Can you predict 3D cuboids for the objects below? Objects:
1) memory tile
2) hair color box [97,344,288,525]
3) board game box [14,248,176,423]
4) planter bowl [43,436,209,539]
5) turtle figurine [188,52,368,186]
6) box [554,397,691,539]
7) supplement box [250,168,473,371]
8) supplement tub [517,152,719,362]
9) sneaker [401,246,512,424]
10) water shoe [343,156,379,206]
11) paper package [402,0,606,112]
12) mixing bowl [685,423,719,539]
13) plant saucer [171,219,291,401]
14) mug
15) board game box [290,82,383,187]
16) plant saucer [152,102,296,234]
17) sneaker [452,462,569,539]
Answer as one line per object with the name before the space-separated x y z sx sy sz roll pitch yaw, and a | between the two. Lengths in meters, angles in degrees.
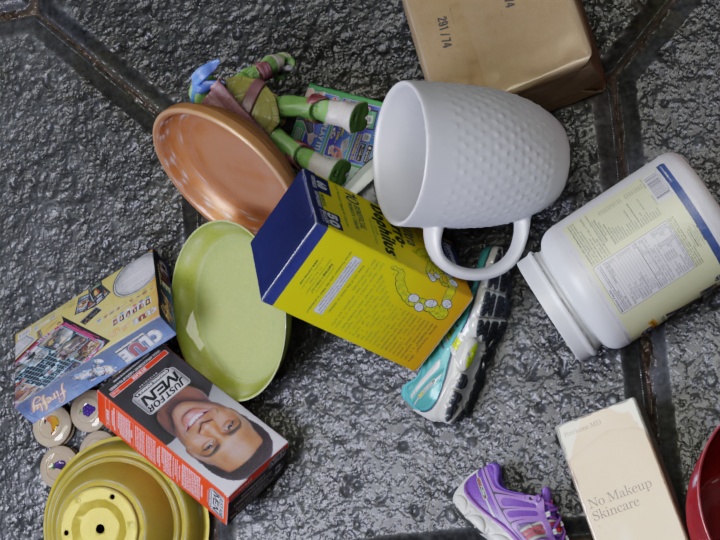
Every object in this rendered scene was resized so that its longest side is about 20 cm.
memory tile | -0.305 0.185 1.812 0.152 0.017 0.201 -21 72 11
hair color box | -0.185 0.176 1.732 0.199 0.061 0.101 35 54 20
board game box | -0.303 0.073 1.788 0.199 0.035 0.136 -31 35 11
planter bowl | -0.272 0.282 1.730 0.199 0.083 0.202 -2 83 12
turtle figurine | -0.087 -0.163 1.767 0.193 0.201 0.144 22 61 21
box | 0.274 0.240 1.589 0.094 0.078 0.201 -23 72 11
supplement box | 0.000 0.000 1.644 0.110 0.199 0.109 -53 28 23
supplement tub | 0.276 -0.011 1.614 0.199 0.145 0.146 -34 70 7
sneaker | 0.103 0.062 1.690 0.079 0.077 0.201 21 84 29
water shoe | -0.007 -0.038 1.717 0.079 0.071 0.200 40 92 16
paper package | 0.153 -0.269 1.738 0.189 0.103 0.201 -21 72 13
mixing bowl | 0.391 0.235 1.520 0.198 0.108 0.202 6 68 -15
plant saucer | -0.138 0.043 1.745 0.199 0.031 0.202 8 101 46
mug | 0.119 -0.091 1.626 0.174 0.147 0.202 1 90 -21
board game box | -0.029 -0.102 1.792 0.134 0.029 0.201 17 82 19
plant saucer | -0.138 -0.108 1.714 0.199 0.201 0.038 27 59 21
sneaker | 0.185 0.271 1.611 0.200 0.081 0.084 40 85 22
